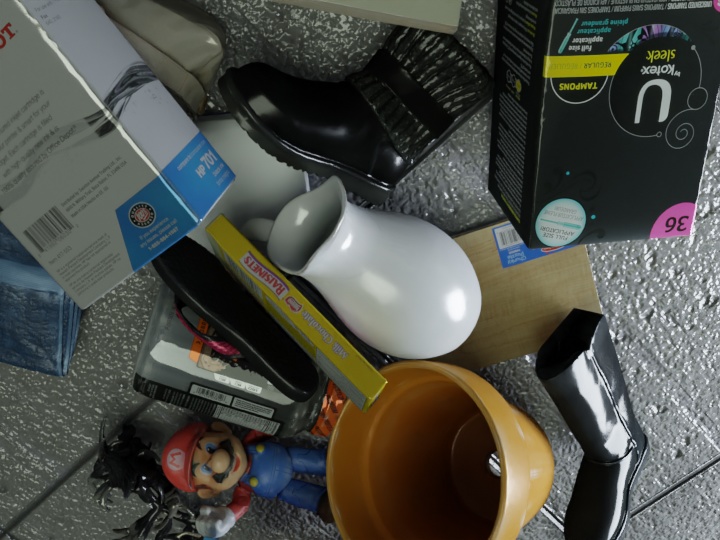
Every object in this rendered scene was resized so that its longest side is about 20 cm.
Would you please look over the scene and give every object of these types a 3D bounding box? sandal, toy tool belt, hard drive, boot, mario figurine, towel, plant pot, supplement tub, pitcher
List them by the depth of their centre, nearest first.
[{"bbox_3d":[-0.214,-0.175,0.733,0.196,0.125,0.125,21,108,-10],"label":"toy tool belt"},{"bbox_3d":[0.000,-0.156,0.742,0.209,0.080,0.158,20,123,-44],"label":"boot"},{"bbox_3d":[-0.119,0.047,0.783,0.045,0.075,0.200,-39,99,25],"label":"sandal"},{"bbox_3d":[0.000,0.000,0.812,0.198,0.170,0.124,30,73,-35],"label":"pitcher"},{"bbox_3d":[-0.146,-0.077,0.838,0.195,0.026,0.135,-4,118,3],"label":"hard drive"},{"bbox_3d":[-0.321,0.006,0.871,0.109,0.049,0.203,14,118,-7],"label":"towel"},{"bbox_3d":[-0.112,0.086,0.871,0.196,0.123,0.124,18,117,-10],"label":"supplement tub"},{"bbox_3d":[0.096,0.194,0.879,0.201,0.202,0.182,-47,149,22],"label":"plant pot"},{"bbox_3d":[0.222,0.164,0.888,0.065,0.166,0.202,3,136,35],"label":"boot"},{"bbox_3d":[-0.109,0.210,0.940,0.195,0.125,0.107,12,127,-13],"label":"mario figurine"}]

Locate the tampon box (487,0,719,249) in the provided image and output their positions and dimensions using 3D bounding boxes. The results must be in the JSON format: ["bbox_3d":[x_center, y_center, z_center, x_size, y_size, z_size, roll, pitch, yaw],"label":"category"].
[{"bbox_3d":[0.195,-0.139,0.737,0.146,0.127,0.204,-5,119,-7],"label":"tampon box"}]

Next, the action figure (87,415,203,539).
[{"bbox_3d":[-0.236,0.249,0.964,0.101,0.119,0.201,-37,121,0],"label":"action figure"}]

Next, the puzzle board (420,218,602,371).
[{"bbox_3d":[0.134,0.023,0.898,0.196,0.017,0.153,-18,116,9],"label":"puzzle board"}]

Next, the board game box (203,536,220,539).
[{"bbox_3d":[-0.049,0.320,0.910,0.196,0.041,0.153,7,160,20],"label":"board game box"}]

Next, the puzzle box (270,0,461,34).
[{"bbox_3d":[-0.010,-0.268,0.699,0.195,0.025,0.136,10,86,-5],"label":"puzzle box"}]

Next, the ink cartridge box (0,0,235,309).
[{"bbox_3d":[-0.213,-0.095,0.665,0.145,0.086,0.201,-30,107,28],"label":"ink cartridge box"}]

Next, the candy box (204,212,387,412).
[{"bbox_3d":[-0.056,0.040,0.783,0.026,0.102,0.200,-44,82,-10],"label":"candy box"}]
